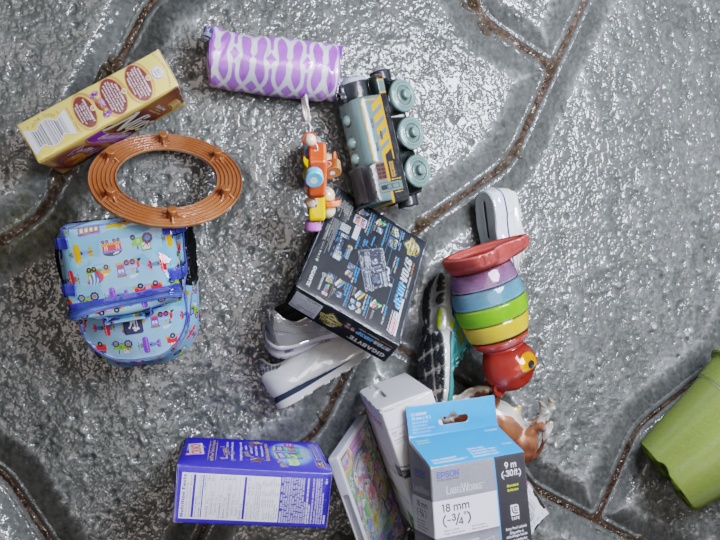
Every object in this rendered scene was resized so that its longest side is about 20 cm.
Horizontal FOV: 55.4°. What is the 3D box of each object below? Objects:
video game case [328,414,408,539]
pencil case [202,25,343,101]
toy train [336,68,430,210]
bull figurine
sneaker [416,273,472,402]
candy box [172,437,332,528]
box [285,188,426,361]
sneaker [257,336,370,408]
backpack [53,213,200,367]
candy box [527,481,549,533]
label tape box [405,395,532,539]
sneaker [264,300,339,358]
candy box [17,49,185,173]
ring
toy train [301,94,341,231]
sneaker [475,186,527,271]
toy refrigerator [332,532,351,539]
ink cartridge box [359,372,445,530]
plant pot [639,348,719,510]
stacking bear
[{"bbox_3d":[0.015,0.327,0.973,0.018,0.143,0.205,-16,96,19],"label":"video game case"},{"bbox_3d":[-0.121,-0.288,0.956,0.194,0.085,0.087,7,54,-12],"label":"pencil case"},{"bbox_3d":[0.029,-0.182,0.970,0.112,0.084,0.206,-15,95,-33],"label":"toy train"},{"bbox_3d":[0.204,0.214,1.034,0.197,0.065,0.123,32,108,-15],"label":"bull figurine"},{"bbox_3d":[0.134,0.104,1.002,0.078,0.077,0.206,17,69,-22],"label":"sneaker"},{"bbox_3d":[-0.146,0.280,0.921,0.194,0.169,0.080,7,88,-10],"label":"candy box"},{"bbox_3d":[0.000,0.000,0.945,0.156,0.046,0.203,29,47,-11],"label":"box"},{"bbox_3d":[-0.051,0.118,0.987,0.196,0.076,0.082,-29,82,-12],"label":"sneaker"},{"bbox_3d":[-0.300,0.032,0.903,0.177,0.134,0.207,-5,96,-10],"label":"backpack"},{"bbox_3d":[0.156,0.383,0.978,0.199,0.136,0.062,-41,98,-23],"label":"candy box"},{"bbox_3d":[0.138,0.272,0.877,0.140,0.063,0.207,-3,85,-22],"label":"label tape box"},{"bbox_3d":[-0.044,0.049,0.955,0.197,0.075,0.083,-29,140,-25],"label":"sneaker"},{"bbox_3d":[-0.330,-0.204,0.896,0.197,0.117,0.057,-33,97,-8],"label":"candy box"},{"bbox_3d":[-0.251,-0.126,0.890,0.194,0.203,0.020,6,132,-11],"label":"ring"},{"bbox_3d":[-0.050,-0.143,0.910,0.054,0.203,0.153,-1,129,-5],"label":"toy train"},{"bbox_3d":[0.221,-0.024,1.034,0.069,0.073,0.207,-10,101,-27],"label":"sneaker"},{"bbox_3d":[-0.051,0.501,0.998,0.075,0.070,0.203,32,86,-10],"label":"toy refrigerator"},{"bbox_3d":[0.078,0.262,0.976,0.082,0.146,0.205,-20,96,-11],"label":"ink cartridge box"},{"bbox_3d":[0.545,0.262,1.062,0.189,0.200,0.201,-39,98,6],"label":"plant pot"},{"bbox_3d":[0.190,0.069,0.956,0.120,0.112,0.206,-21,97,-38],"label":"stacking bear"}]
